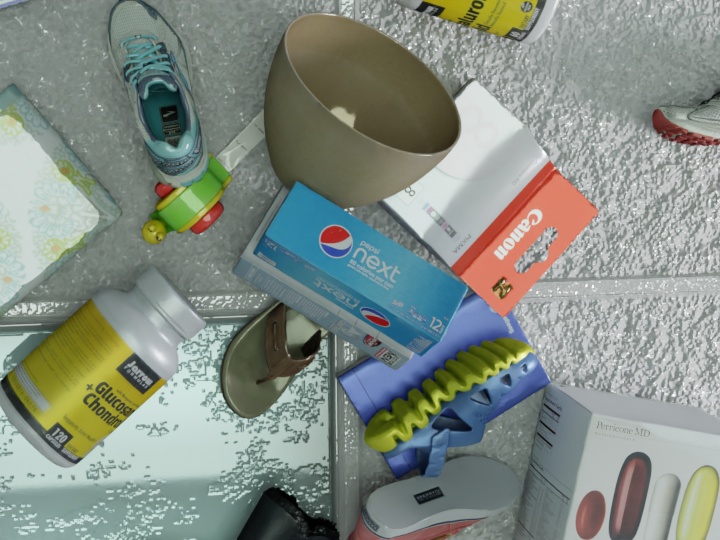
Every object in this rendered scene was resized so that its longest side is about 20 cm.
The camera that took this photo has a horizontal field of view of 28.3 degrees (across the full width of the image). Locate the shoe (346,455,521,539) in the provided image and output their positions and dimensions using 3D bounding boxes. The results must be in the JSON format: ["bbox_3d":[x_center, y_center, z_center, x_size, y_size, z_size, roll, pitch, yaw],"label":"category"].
[{"bbox_3d":[0.076,0.263,1.544,0.199,0.072,0.091,-10,144,-32],"label":"shoe"}]

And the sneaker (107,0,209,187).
[{"bbox_3d":[-0.196,-0.186,1.396,0.077,0.086,0.201,-21,77,-5],"label":"sneaker"}]

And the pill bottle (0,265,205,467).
[{"bbox_3d":[-0.254,0.091,1.421,0.200,0.112,0.112,-43,103,-3],"label":"pill bottle"}]

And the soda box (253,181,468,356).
[{"bbox_3d":[0.000,0.000,1.400,0.199,0.064,0.068,32,68,-5],"label":"soda box"}]

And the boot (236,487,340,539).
[{"bbox_3d":[-0.137,0.296,1.496,0.200,0.076,0.169,30,94,-20],"label":"boot"}]

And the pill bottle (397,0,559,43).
[{"bbox_3d":[0.099,-0.308,1.447,0.199,0.111,0.112,15,94,-12],"label":"pill bottle"}]

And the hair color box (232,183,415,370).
[{"bbox_3d":[-0.019,0.006,1.460,0.199,0.061,0.099,31,68,-4],"label":"hair color box"}]

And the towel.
[{"bbox_3d":[-0.366,-0.059,1.422,0.200,0.048,0.171,-40,106,-4],"label":"towel"}]

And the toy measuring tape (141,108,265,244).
[{"bbox_3d":[-0.145,-0.099,1.447,0.200,0.074,0.074,-44,103,-3],"label":"toy measuring tape"}]

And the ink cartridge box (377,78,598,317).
[{"bbox_3d":[0.134,-0.075,1.504,0.200,0.057,0.163,43,88,0],"label":"ink cartridge box"}]

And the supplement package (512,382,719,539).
[{"bbox_3d":[0.288,0.246,1.539,0.190,0.147,0.201,10,96,-12],"label":"supplement package"}]

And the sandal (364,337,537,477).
[{"bbox_3d":[0.104,0.146,1.504,0.200,0.080,0.087,-35,106,4],"label":"sandal"}]

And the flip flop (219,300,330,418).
[{"bbox_3d":[-0.068,0.069,1.489,0.200,0.058,0.081,-44,107,-6],"label":"flip flop"}]

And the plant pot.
[{"bbox_3d":[-0.018,-0.139,1.422,0.200,0.201,0.135,27,125,-13],"label":"plant pot"}]

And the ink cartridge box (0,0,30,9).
[{"bbox_3d":[-0.316,-0.369,1.392,0.199,0.041,0.201,-18,101,-9],"label":"ink cartridge box"}]

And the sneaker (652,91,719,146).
[{"bbox_3d":[0.404,-0.178,1.550,0.199,0.078,0.083,-7,95,-20],"label":"sneaker"}]

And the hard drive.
[{"bbox_3d":[0.091,0.117,1.545,0.199,0.025,0.132,-31,102,-6],"label":"hard drive"}]
